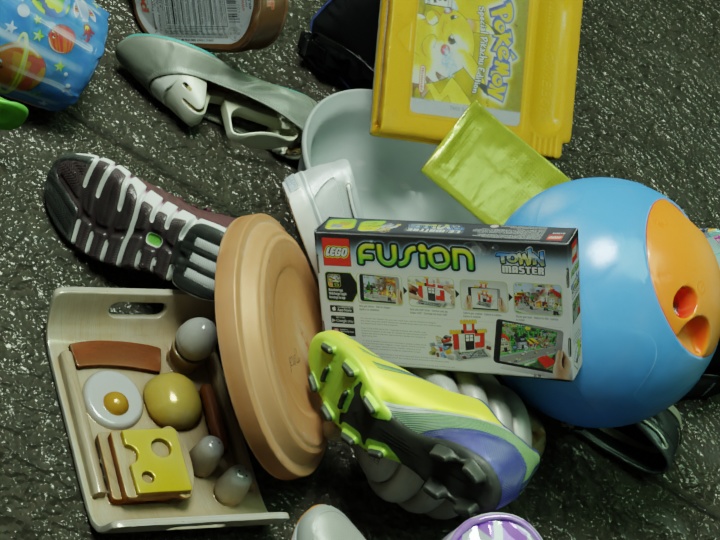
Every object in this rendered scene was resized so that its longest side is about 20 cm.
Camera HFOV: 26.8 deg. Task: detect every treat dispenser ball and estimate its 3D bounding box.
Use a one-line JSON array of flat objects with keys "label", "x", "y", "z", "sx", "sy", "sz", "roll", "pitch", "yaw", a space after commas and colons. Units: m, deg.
[{"label": "treat dispenser ball", "x": 0.194, "y": 0.026, "z": 1.225, "sx": 0.199, "sy": 0.201, "sz": 0.202, "roll": 19, "pitch": 45, "yaw": -20}]

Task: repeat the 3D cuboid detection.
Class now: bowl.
[{"label": "bowl", "x": 0.019, "y": -0.058, "z": 1.349, "sx": 0.199, "sy": 0.091, "sz": 0.202, "roll": 19, "pitch": 45, "yaw": -20}]

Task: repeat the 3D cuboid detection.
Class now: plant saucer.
[{"label": "plant saucer", "x": -0.057, "y": 0.056, "z": 1.142, "sx": 0.200, "sy": 0.032, "sz": 0.202, "roll": -11, "pitch": 90, "yaw": -74}]

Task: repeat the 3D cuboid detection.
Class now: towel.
[{"label": "towel", "x": 0.153, "y": -0.057, "z": 1.332, "sx": 0.200, "sy": 0.018, "sz": 0.086, "roll": 39, "pitch": 73, "yaw": -6}]

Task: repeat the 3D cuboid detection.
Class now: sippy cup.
[{"label": "sippy cup", "x": -0.283, "y": -0.200, "z": 1.246, "sx": 0.130, "sy": 0.139, "sz": 0.179, "roll": 25, "pitch": 81, "yaw": -28}]

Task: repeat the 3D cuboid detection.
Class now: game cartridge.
[{"label": "game cartridge", "x": 0.108, "y": -0.197, "z": 1.357, "sx": 0.198, "sy": 0.032, "sz": 0.178, "roll": 5, "pitch": 90, "yaw": -24}]

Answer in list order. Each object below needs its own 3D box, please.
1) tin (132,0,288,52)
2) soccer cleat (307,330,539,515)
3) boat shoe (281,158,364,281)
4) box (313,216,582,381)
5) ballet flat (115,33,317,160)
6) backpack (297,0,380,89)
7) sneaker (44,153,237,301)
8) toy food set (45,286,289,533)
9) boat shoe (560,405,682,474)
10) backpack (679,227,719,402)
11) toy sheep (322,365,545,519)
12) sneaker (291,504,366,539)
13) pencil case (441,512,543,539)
[{"label": "tin", "x": -0.141, "y": -0.253, "z": 1.348, "sx": 0.042, "sy": 0.199, "sz": 0.113, "roll": -15, "pitch": 107, "yaw": -40}, {"label": "soccer cleat", "x": 0.043, "y": 0.106, "z": 1.100, "sx": 0.200, "sy": 0.065, "sz": 0.083, "roll": 35, "pitch": 38, "yaw": 31}, {"label": "boat shoe", "x": 0.000, "y": 0.000, "z": 1.227, "sx": 0.072, "sy": 0.068, "sz": 0.201, "roll": -115, "pitch": -179, "yaw": -68}, {"label": "box", "x": 0.066, "y": 0.020, "z": 1.138, "sx": 0.198, "sy": 0.111, "sz": 0.035, "roll": 4, "pitch": 22, "yaw": 20}, {"label": "ballet flat", "x": -0.127, "y": -0.152, "z": 1.352, "sx": 0.198, "sy": 0.067, "sz": 0.064, "roll": 19, "pitch": 56, "yaw": -19}, {"label": "backpack", "x": 0.068, "y": -0.211, "z": 1.459, "sx": 0.154, "sy": 0.200, "sz": 0.192, "roll": -28, "pitch": 88, "yaw": -41}, {"label": "sneaker", "x": -0.155, "y": -0.031, "z": 1.225, "sx": 0.199, "sy": 0.076, "sz": 0.115, "roll": 29, "pitch": 12, "yaw": 20}, {"label": "toy food set", "x": -0.142, "y": 0.101, "z": 1.117, "sx": 0.142, "sy": 0.061, "sz": 0.201, "roll": 2, "pitch": 52, "yaw": -34}, {"label": "boat shoe", "x": 0.203, "y": 0.113, "z": 1.338, "sx": 0.199, "sy": 0.073, "sz": 0.063, "roll": 32, "pitch": 38, "yaw": -13}, {"label": "backpack", "x": 0.288, "y": 0.038, "z": 1.418, "sx": 0.198, "sy": 0.168, "sz": 0.127, "roll": -9, "pitch": 42, "yaw": -32}, {"label": "toy sheep", "x": 0.059, "y": 0.129, "z": 1.185, "sx": 0.198, "sy": 0.138, "sz": 0.139, "roll": 3, "pitch": 51, "yaw": -24}, {"label": "sneaker", "x": 0.024, "y": 0.245, "z": 1.081, "sx": 0.075, "sy": 0.092, "sz": 0.201, "roll": -13, "pitch": 61, "yaw": -41}, {"label": "pencil case", "x": 0.091, "y": 0.221, "z": 1.083, "sx": 0.083, "sy": 0.200, "sz": 0.086, "roll": -19, "pitch": 77, "yaw": -2}]
